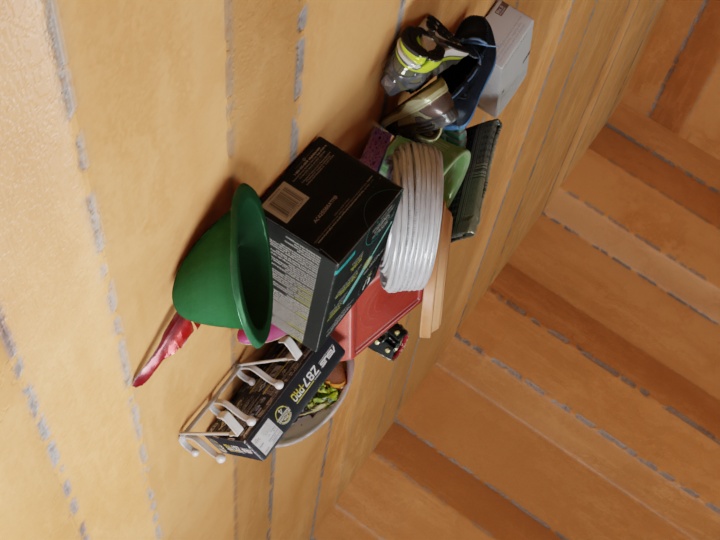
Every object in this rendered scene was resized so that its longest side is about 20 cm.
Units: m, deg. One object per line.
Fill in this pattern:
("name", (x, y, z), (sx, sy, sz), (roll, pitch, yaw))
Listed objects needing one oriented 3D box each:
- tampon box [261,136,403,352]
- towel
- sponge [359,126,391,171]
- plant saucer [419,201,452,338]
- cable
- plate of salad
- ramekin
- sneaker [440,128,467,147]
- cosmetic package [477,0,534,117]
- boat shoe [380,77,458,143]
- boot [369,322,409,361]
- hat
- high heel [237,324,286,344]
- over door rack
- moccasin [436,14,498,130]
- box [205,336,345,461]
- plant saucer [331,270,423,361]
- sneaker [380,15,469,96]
("tampon box", (-0.052, -0.030, 1.562), (0.150, 0.126, 0.201), (-50, 167, -33))
("towel", (0.160, -0.136, 2.039), (0.192, 0.034, 0.202), (-9, -116, 64))
("sponge", (-0.005, -0.093, 1.768), (0.201, 0.030, 0.112), (110, 1, -48))
("plant saucer", (0.112, -0.001, 1.853), (0.200, 0.032, 0.203), (6, 90, -86))
("cable", (0.065, -0.069, 1.670), (0.200, 0.068, 0.203), (134, -39, -81))
("plate of salad", (-0.095, 0.178, 1.915), (0.048, 0.199, 0.201), (46, 73, -34))
("ramekin", (0.075, -0.121, 1.924), (0.201, 0.097, 0.200), (-54, 168, -17))
("sneaker", (0.151, -0.242, 1.991), (0.088, 0.074, 0.201), (-55, 168, -33))
("cosmetic package", (0.220, -0.337, 2.027), (0.102, 0.074, 0.200), (-56, 170, -10))
("boat shoe", (0.080, -0.200, 1.689), (0.071, 0.066, 0.201), (-32, -179, -15))
("boot", (-0.001, 0.070, 1.968), (0.074, 0.153, 0.204), (-56, 168, -5))
("hat", (-0.195, 0.014, 1.364), (0.166, 0.174, 0.203), (40, 46, -76))
("high heel", (-0.100, 0.020, 1.699), (0.199, 0.067, 0.097), (-34, 132, -39))
("over door rack", (-0.156, 0.180, 1.692), (0.148, 0.067, 0.200), (-52, -170, -28))
("moccasin", (0.148, -0.289, 1.767), (0.068, 0.079, 0.202), (59, 34, -48))
("box", (-0.126, 0.179, 1.826), (0.201, 0.049, 0.161), (-53, -158, -21))
("plant saucer", (0.031, 0.033, 1.843), (0.199, 0.037, 0.201), (-39, 153, -25))
("sneaker", (0.077, -0.276, 1.639), (0.081, 0.074, 0.200), (-46, 172, 27))
